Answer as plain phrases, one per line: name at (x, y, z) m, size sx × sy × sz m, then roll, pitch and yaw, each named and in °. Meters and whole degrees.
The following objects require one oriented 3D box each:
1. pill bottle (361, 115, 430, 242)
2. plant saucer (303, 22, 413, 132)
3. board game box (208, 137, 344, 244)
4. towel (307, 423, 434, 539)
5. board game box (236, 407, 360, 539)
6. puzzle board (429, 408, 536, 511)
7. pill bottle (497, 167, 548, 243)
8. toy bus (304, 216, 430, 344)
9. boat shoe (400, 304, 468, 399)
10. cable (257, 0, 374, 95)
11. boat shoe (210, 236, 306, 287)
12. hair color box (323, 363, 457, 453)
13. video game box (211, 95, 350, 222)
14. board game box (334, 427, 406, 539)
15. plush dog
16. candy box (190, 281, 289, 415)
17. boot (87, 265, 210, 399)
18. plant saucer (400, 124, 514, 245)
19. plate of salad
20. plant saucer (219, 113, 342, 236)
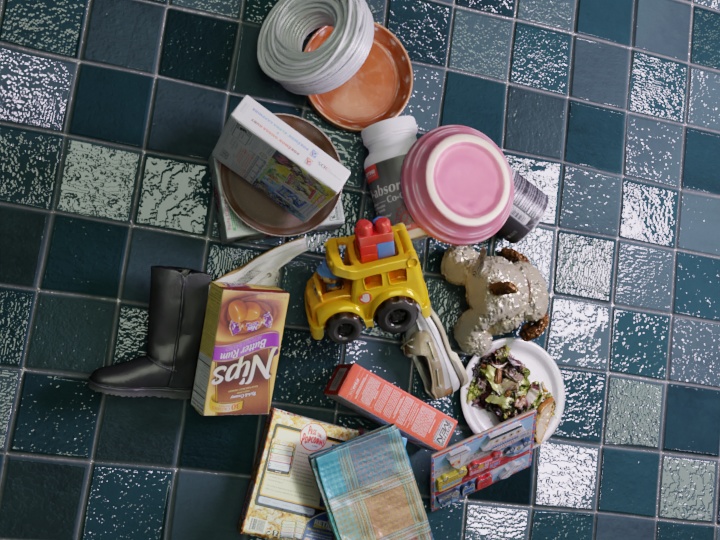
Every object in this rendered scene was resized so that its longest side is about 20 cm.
pill bottle at (0.071, -0.149, 1.521) m, size 0.116 × 0.116 × 0.201 m, roll -14°, pitch 87°, yaw -17°
plant saucer at (-0.008, -0.337, 1.565) m, size 0.200 × 0.032 × 0.201 m, roll 2°, pitch 82°, yaw -15°
board game box at (-0.139, -0.131, 1.487) m, size 0.199 × 0.064 × 0.148 m, roll -8°, pitch 85°, yaw -18°
towel at (0.020, 0.344, 1.338) m, size 0.146 × 0.022 × 0.201 m, roll -18°, pitch 89°, yaw -18°
board game box at (-0.098, 0.336, 1.451) m, size 0.151 × 0.046 × 0.201 m, roll 18°, pitch 79°, yaw -13°
puzzle board at (0.205, 0.319, 1.501) m, size 0.200 × 0.151 × 0.017 m, roll -21°, pitch 45°, yaw -17°
pill bottle at (0.219, -0.144, 1.567) m, size 0.200 × 0.106 × 0.106 m, roll 36°, pitch 76°, yaw -9°
toy bus at (0.000, 0.000, 1.420) m, size 0.199 × 0.136 × 0.192 m, roll -13°, pitch 130°, yaw -2°
boat shoe at (0.105, 0.122, 1.519) m, size 0.068 × 0.075 × 0.200 m, roll -31°, pitch 91°, yaw -18°
cable at (-0.075, -0.385, 1.486) m, size 0.200 × 0.069 × 0.200 m, roll -19°, pitch 63°, yaw 19°
boat shoe at (-0.166, 0.015, 1.461) m, size 0.200 × 0.071 × 0.069 m, roll -31°, pitch 93°, yaw -8°
hair color box at (0.048, 0.224, 1.477) m, size 0.200 × 0.101 × 0.061 m, roll 31°, pitch 76°, yaw -11°
video game box at (-0.121, -0.158, 1.327) m, size 0.182 × 0.200 × 0.047 m, roll 38°, pitch 73°, yaw -8°
board game box at (0.009, 0.354, 1.424) m, size 0.040 × 0.153 × 0.201 m, roll 16°, pitch 80°, yaw -14°
plush dog at (0.252, 0.035, 1.540) m, size 0.171 × 0.160 × 0.201 m, roll -4°, pitch 78°, yaw -39°
candy box at (-0.187, 0.123, 1.403) m, size 0.116 × 0.056 × 0.201 m, roll 4°, pitch 102°, yaw -34°
boot at (-0.320, 0.090, 1.380) m, size 0.164 × 0.066 × 0.201 m, roll 6°, pitch 102°, yaw -26°
plant saucer at (0.166, -0.142, 1.464) m, size 0.200 × 0.051 × 0.201 m, roll 3°, pitch 81°, yaw -20°
plate of salad at (0.270, 0.216, 1.569) m, size 0.199 × 0.048 × 0.201 m, roll 2°, pitch 84°, yaw -15°
plant saucer at (-0.127, -0.151, 1.444) m, size 0.200 × 0.032 × 0.201 m, roll 2°, pitch 83°, yaw -15°
